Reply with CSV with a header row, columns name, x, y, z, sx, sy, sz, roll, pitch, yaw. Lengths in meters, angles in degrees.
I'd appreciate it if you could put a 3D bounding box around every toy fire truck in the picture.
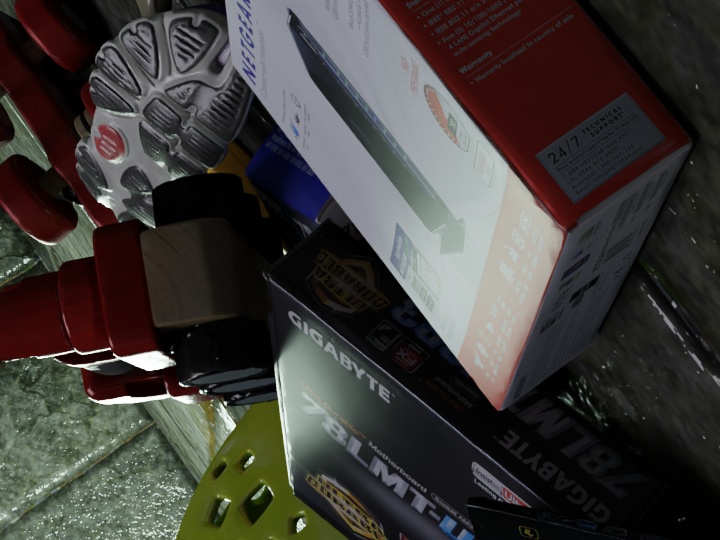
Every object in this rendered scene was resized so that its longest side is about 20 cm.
name,x,y,z,sx,sy,sz,roll,pitch,yaw
toy fire truck,-0.191,-0.097,1.262,0.200,0.112,0.168,52,-168,18
toy fire truck,-0.136,0.044,0.922,0.176,0.199,0.130,53,-154,-80

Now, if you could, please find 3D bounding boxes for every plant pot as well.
name,x,y,z,sx,sy,sz,roll,pitch,yaw
plant pot,-0.021,0.222,1.131,0.199,0.181,0.200,48,176,-39

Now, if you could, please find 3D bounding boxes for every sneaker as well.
name,x,y,z,sx,sy,sz,roll,pitch,yaw
sneaker,-0.093,-0.091,0.937,0.081,0.084,0.200,41,153,-4

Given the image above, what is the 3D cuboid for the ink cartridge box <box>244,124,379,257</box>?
name,x,y,z,sx,sy,sz,roll,pitch,yaw
ink cartridge box,0.000,0.000,0.888,0.201,0.039,0.099,62,167,-25

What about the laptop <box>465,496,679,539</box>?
name,x,y,z,sx,sy,sz,roll,pitch,yaw
laptop,0.133,0.191,0.698,0.199,0.104,0.178,10,145,23

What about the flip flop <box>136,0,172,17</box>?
name,x,y,z,sx,sy,sz,roll,pitch,yaw
flip flop,-0.155,-0.203,0.904,0.201,0.057,0.081,57,168,-3

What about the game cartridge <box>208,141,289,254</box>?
name,x,y,z,sx,sy,sz,roll,pitch,yaw
game cartridge,-0.031,0.021,1.093,0.176,0.032,0.201,45,162,41

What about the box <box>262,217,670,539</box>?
name,x,y,z,sx,sy,sz,roll,pitch,yaw
box,0.044,0.099,0.833,0.200,0.050,0.199,38,156,24

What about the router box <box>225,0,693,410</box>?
name,x,y,z,sx,sy,sz,roll,pitch,yaw
router box,0.021,-0.059,0.618,0.180,0.049,0.200,52,168,15
